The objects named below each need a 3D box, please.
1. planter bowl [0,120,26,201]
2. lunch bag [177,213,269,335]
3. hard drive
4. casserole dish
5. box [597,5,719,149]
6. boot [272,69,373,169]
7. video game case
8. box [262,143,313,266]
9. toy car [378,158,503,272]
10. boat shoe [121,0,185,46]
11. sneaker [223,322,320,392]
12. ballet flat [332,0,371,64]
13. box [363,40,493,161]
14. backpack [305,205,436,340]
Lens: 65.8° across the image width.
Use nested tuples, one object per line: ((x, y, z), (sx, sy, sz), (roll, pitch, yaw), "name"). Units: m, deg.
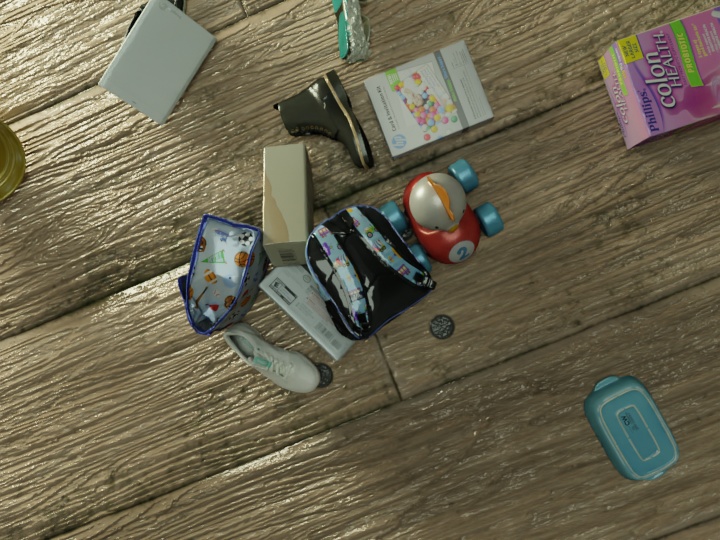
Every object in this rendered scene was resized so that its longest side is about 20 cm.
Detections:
((-0.762, -0.225, 1.069), (0.201, 0.200, 0.083), (-52, 46, 2), "planter bowl")
((-0.240, 0.009, 0.998), (0.123, 0.170, 0.201), (15, 93, 3), "lunch bag")
((-0.383, -0.398, 1.059), (0.132, 0.026, 0.200), (32, 92, -30), "hard drive")
((0.491, 0.286, 0.999), (0.121, 0.039, 0.200), (-28, 86, 3), "casserole dish")
((0.554, -0.335, 0.976), (0.199, 0.097, 0.176), (-17, 88, 5), "box")
((-0.068, -0.257, 1.045), (0.138, 0.077, 0.200), (-25, 74, 8), "boot")
((-0.054, 0.033, 1.025), (0.200, 0.023, 0.182), (44, 76, -1), "video game case")
((-0.127, -0.117, 0.997), (0.077, 0.095, 0.201), (-5, 65, 2), "box")
((0.141, -0.096, 0.954), (0.184, 0.200, 0.177), (-30, 87, 4), "toy car")
((-0.406, -0.474, 1.073), (0.074, 0.066, 0.200), (33, 91, 6), "boat shoe")
((-0.170, 0.169, 1.030), (0.200, 0.088, 0.075), (30, 90, 4), "sneaker")
((-0.017, -0.487, 1.051), (0.071, 0.072, 0.201), (-6, 90, 5), "ballet flat")
((0.126, -0.316, 1.040), (0.199, 0.041, 0.156), (-20, 87, 5), "box")
((0.000, 0.000, 0.959), (0.182, 0.135, 0.200), (-35, 89, -14), "backpack")
